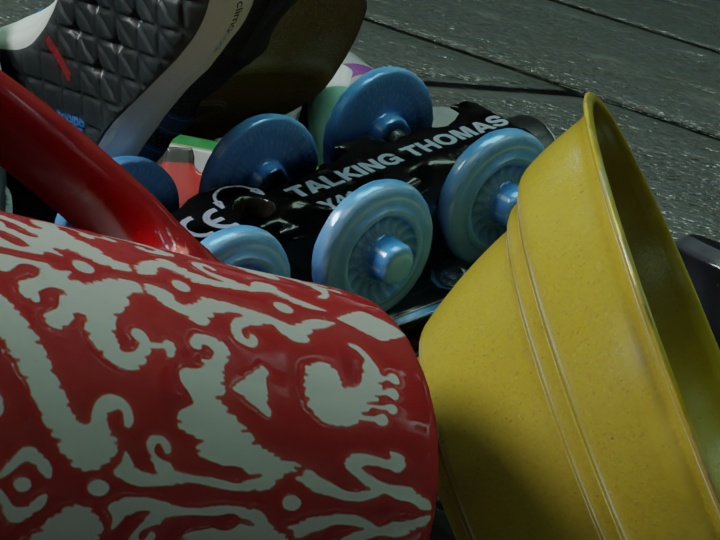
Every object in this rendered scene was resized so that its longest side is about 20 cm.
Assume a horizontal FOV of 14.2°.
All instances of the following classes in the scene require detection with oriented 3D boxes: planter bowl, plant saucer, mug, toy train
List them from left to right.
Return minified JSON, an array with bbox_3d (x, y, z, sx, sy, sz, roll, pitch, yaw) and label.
[{"bbox_3d":[-0.086,0.025,0.747,0.200,0.178,0.133,10,-5,-35],"label":"mug"},{"bbox_3d":[-0.090,-0.091,1.414,0.200,0.035,0.200,-13,-8,-2],"label":"plant saucer"},{"bbox_3d":[-0.016,0.012,0.916,0.200,0.114,0.087,-22,36,-34],"label":"toy train"},{"bbox_3d":[0.069,0.054,0.867,0.083,0.201,0.200,-21,7,11],"label":"planter bowl"}]

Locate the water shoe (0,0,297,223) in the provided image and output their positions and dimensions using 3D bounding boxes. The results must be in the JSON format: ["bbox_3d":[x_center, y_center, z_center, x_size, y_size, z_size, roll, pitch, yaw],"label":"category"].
[{"bbox_3d":[-0.069,-0.064,0.926,0.079,0.072,0.200,-21,-8,-37],"label":"water shoe"}]

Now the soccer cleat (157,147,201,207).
[{"bbox_3d":[0.000,0.000,1.132,0.200,0.085,0.069,5,2,-10],"label":"soccer cleat"}]

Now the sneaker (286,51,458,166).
[{"bbox_3d":[0.027,-0.065,1.539,0.140,0.078,0.200,13,21,-9],"label":"sneaker"}]

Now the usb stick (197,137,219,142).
[{"bbox_3d":[-0.139,-0.049,1.360,0.055,0.033,0.200,17,12,39],"label":"usb stick"}]

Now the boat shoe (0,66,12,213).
[{"bbox_3d":[-0.141,-0.011,0.866,0.076,0.060,0.200,14,48,-33],"label":"boat shoe"}]

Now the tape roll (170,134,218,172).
[{"bbox_3d":[-0.067,-0.017,1.252,0.200,0.048,0.200,13,12,-3],"label":"tape roll"}]

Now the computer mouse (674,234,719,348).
[{"bbox_3d":[0.217,0.036,1.323,0.200,0.053,0.138,18,8,-34],"label":"computer mouse"}]
